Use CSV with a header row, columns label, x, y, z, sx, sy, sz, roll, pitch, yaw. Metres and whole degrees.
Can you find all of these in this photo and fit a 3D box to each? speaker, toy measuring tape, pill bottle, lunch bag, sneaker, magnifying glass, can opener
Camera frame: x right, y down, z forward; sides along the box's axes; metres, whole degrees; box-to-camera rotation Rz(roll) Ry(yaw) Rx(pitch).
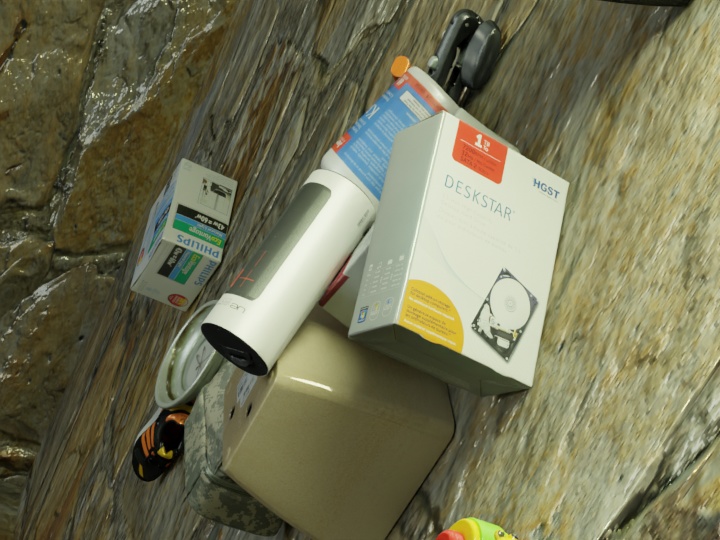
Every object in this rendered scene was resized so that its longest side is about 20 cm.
label,x,y,z,sx,sy,sz,roll,pitch,yaw
speaker,-0.068,0.002,1.301,0.201,0.081,0.081,-55,12,-23
toy measuring tape,0.074,0.252,1.103,0.200,0.073,0.074,-47,28,50
pill bottle,0.026,-0.116,1.480,0.200,0.112,0.112,-45,20,3
lunch bag,-0.125,0.197,1.640,0.169,0.138,0.201,-61,20,26
sneaker,-0.338,0.297,2.279,0.201,0.069,0.090,-58,18,28
magnifying glass,0.059,-0.210,1.587,0.080,0.022,0.200,-64,-13,-4
can opener,0.095,-0.205,1.554,0.202,0.063,0.079,-62,19,20

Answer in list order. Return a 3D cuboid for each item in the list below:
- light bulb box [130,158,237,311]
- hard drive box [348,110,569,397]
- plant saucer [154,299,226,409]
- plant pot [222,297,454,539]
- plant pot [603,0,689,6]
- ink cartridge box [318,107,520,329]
label,x,y,z,sx,sy,sz,roll,pitch,yaw
light bulb box,-0.342,-0.067,2.606,0.198,0.123,0.202,-49,26,48
hard drive box,0.089,-0.012,1.190,0.076,0.154,0.203,-19,52,54
plant saucer,-0.266,0.147,2.228,0.200,0.050,0.202,-43,29,30
plant pot,-0.037,0.144,1.374,0.201,0.175,0.201,-59,21,28
plant pot,0.231,-0.339,1.107,0.200,0.175,0.202,-51,25,46
ink cartridge box,0.060,-0.041,1.325,0.201,0.083,0.145,-56,4,-33
